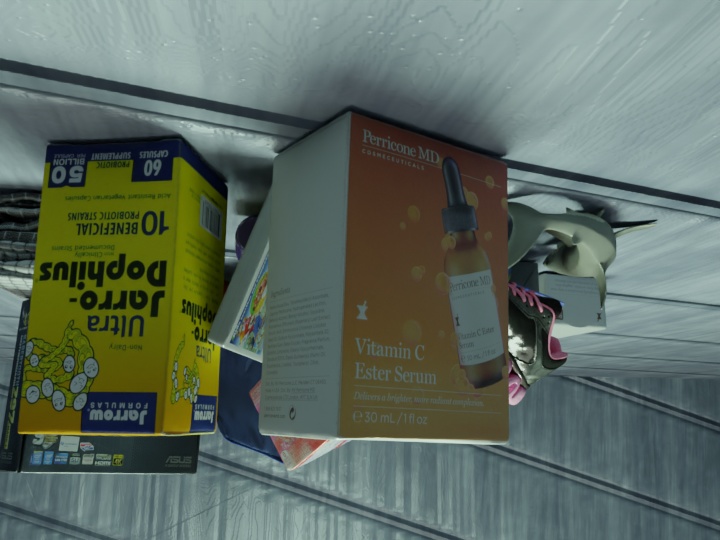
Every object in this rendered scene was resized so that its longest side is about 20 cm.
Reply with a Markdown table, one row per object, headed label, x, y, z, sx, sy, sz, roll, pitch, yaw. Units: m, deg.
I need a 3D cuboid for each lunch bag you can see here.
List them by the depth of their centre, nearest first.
| label | x | y | z | sx | sy | sz | roll | pitch | yaw |
| --- | --- | --- | --- | --- | --- | --- | --- | --- | --- |
| lunch bag | -0.081 | 0.149 | 0.886 | 0.197 | 0.140 | 0.131 | 8 | -168 | 42 |

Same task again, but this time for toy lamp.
| label | x | y | z | sx | sy | sz | roll | pitch | yaw |
| --- | --- | --- | --- | --- | --- | --- | --- | --- | --- |
| toy lamp | -0.090 | -0.012 | 0.732 | 0.057 | 0.060 | 0.200 | 0 | 169 | 5 |

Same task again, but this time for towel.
| label | x | y | z | sx | sy | sz | roll | pitch | yaw |
| --- | --- | --- | --- | --- | --- | --- | --- | --- | --- |
| towel | -0.252 | -0.012 | 0.689 | 0.194 | 0.088 | 0.166 | 5 | 166 | -10 |

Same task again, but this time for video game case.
| label | x | y | z | sx | sy | sz | roll | pitch | yaw |
| --- | --- | --- | --- | --- | --- | --- | --- | --- | --- |
| video game case | -0.074 | 0.008 | 0.627 | 0.018 | 0.146 | 0.200 | 21 | 170 | 8 |

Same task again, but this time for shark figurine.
| label | x | y | z | sx | sy | sz | roll | pitch | yaw |
| --- | --- | --- | --- | --- | --- | --- | --- | --- | --- |
| shark figurine | 0.207 | -0.010 | 0.656 | 0.125 | 0.092 | 0.213 | -7 | 167 | 29 |

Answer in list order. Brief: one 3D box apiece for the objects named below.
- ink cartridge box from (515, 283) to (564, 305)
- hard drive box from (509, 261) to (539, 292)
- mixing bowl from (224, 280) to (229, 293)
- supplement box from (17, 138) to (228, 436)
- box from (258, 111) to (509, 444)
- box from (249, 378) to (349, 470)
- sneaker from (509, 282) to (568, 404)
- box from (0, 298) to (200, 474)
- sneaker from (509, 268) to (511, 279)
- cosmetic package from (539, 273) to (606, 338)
| label | x | y | z | sx | sy | sz | roll | pitch | yaw |
| --- | --- | --- | --- | --- | --- | --- | --- | --- | --- |
| ink cartridge box | 0.136 | 0.090 | 0.814 | 0.118 | 0.043 | 0.199 | 18 | 133 | -43 |
| hard drive box | 0.123 | 0.043 | 0.926 | 0.152 | 0.079 | 0.200 | 4 | 167 | -13 |
| mixing bowl | -0.221 | 0.081 | 0.977 | 0.196 | 0.110 | 0.201 | -25 | 162 | -9 |
| supplement box | -0.170 | 0.018 | 0.528 | 0.106 | 0.206 | 0.110 | -1 | 169 | 8 |
| box | 0.019 | 0.016 | 0.502 | 0.149 | 0.206 | 0.105 | 9 | 167 | -34 |
| box | -0.010 | 0.099 | 0.690 | 0.101 | 0.096 | 0.200 | -14 | 154 | -49 |
| sneaker | 0.145 | 0.038 | 0.686 | 0.094 | 0.080 | 0.202 | -26 | 123 | 9 |
| box | -0.250 | 0.123 | 0.713 | 0.050 | 0.162 | 0.198 | -10 | 160 | 38 |
| sneaker | 0.071 | 0.025 | 0.760 | 0.197 | 0.067 | 0.078 | -30 | 158 | 12 |
| cosmetic package | 0.250 | 0.059 | 1.010 | 0.099 | 0.076 | 0.200 | 5 | 166 | -20 |
